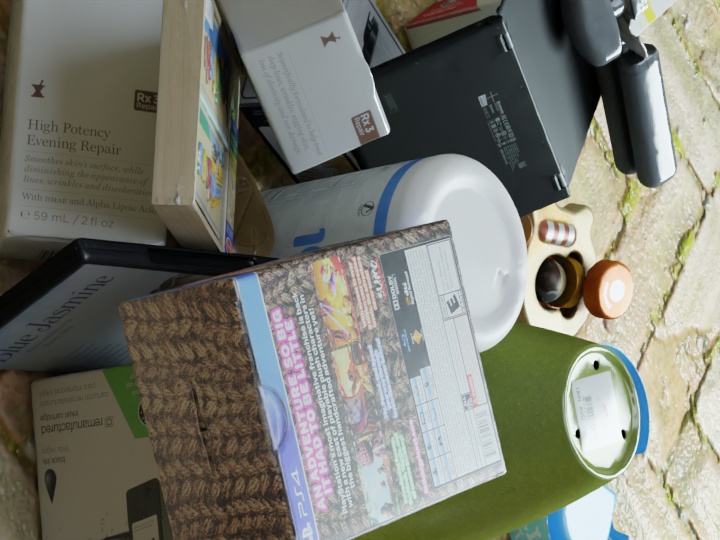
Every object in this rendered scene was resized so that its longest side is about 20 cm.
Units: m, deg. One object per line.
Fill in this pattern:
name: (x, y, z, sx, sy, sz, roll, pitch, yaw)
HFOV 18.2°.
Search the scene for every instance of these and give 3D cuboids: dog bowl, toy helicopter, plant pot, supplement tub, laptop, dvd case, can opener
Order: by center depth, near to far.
dvd case: (-0.141, 0.026, 1.387, 0.199, 0.142, 0.018, 6, 58, -48)
supplement tub: (0.000, 0.000, 1.508, 0.131, 0.199, 0.133, 13, 72, -47)
laptop: (0.083, -0.137, 1.570, 0.188, 0.199, 0.116, 62, 6, -47)
plant pot: (0.090, 0.110, 1.592, 0.186, 0.199, 0.189, 12, 74, -47)
can opener: (0.178, -0.139, 1.608, 0.067, 0.053, 0.201, -33, 130, -20)
toy helicopter: (0.130, -0.033, 1.748, 0.132, 0.079, 0.201, -28, 114, -36)
dog bowl: (0.171, 0.156, 1.792, 0.111, 0.049, 0.201, 37, 56, -39)

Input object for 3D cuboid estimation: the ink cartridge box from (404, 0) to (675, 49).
ink cartridge box: (0.151, -0.209, 1.767, 0.200, 0.144, 0.084, -41, 113, -46)

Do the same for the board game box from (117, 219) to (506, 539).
board game box: (-0.024, 0.070, 1.322, 0.199, 0.096, 0.161, -15, 93, -49)

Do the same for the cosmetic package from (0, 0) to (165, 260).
cosmetic package: (-0.168, -0.107, 1.393, 0.101, 0.074, 0.202, 5, 78, -16)

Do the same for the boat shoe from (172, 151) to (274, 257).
boat shoe: (-0.122, -0.085, 1.490, 0.071, 0.064, 0.201, -6, 71, -43)

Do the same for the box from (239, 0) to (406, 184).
box: (-0.010, -0.114, 1.581, 0.200, 0.060, 0.117, 52, 46, -55)

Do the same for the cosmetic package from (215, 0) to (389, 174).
cosmetic package: (-0.052, -0.163, 1.414, 0.201, 0.074, 0.102, -112, 180, -50)

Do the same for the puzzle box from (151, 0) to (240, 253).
puzzle box: (-0.096, -0.083, 1.346, 0.200, 0.025, 0.134, 73, 20, -80)

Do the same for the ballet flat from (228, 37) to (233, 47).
ballet flat: (-0.108, -0.228, 1.532, 0.200, 0.071, 0.072, 50, 49, -32)

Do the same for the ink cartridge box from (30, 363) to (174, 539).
ink cartridge box: (-0.119, 0.159, 1.380, 0.084, 0.145, 0.202, 2, 81, -49)
